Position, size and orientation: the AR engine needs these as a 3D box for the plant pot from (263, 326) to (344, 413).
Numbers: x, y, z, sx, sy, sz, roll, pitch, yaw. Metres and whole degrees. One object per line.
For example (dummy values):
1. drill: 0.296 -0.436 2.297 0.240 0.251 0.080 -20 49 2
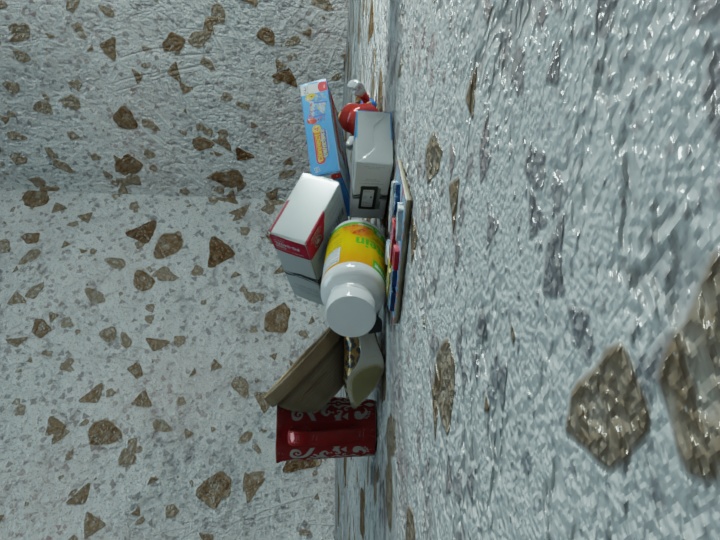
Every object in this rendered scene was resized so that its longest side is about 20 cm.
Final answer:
1. plant pot: -0.083 0.198 1.246 0.201 0.093 0.201 -46 2 2

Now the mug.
1. mug: -0.068 0.324 1.303 0.178 0.194 0.137 -99 11 -65

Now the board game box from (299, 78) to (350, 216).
1. board game box: -0.063 -0.237 1.325 0.196 0.054 0.205 65 -165 -69

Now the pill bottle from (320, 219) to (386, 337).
1. pill bottle: -0.010 0.013 1.112 0.202 0.108 0.113 -85 0 -54

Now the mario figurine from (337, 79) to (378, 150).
1. mario figurine: -0.013 -0.324 1.385 0.125 0.105 0.200 58 -168 -12

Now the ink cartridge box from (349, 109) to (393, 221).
1. ink cartridge box: 0.017 -0.177 1.205 0.201 0.066 0.119 99 173 -61

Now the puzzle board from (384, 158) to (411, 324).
1. puzzle board: 0.053 -0.046 1.007 0.152 0.017 0.204 -96 9 -59

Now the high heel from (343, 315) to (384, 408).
1. high heel: -0.009 0.135 1.209 0.143 0.070 0.205 -127 42 -56

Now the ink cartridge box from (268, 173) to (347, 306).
1. ink cartridge box: -0.085 -0.054 1.238 0.202 0.082 0.147 77 -146 -55
